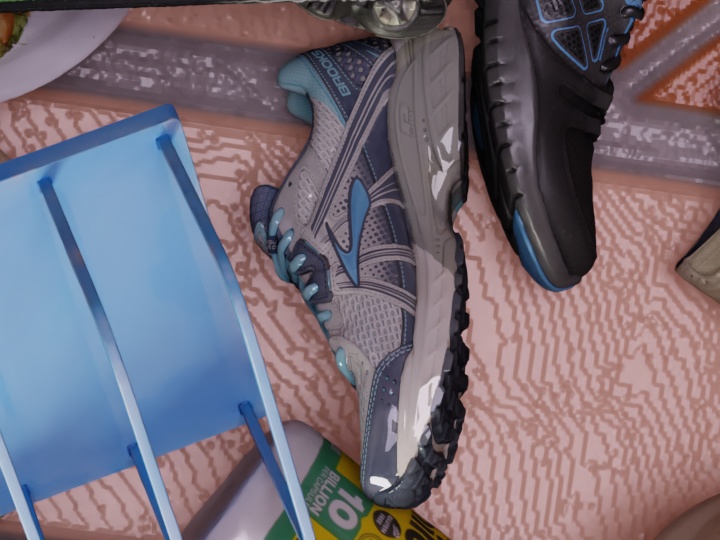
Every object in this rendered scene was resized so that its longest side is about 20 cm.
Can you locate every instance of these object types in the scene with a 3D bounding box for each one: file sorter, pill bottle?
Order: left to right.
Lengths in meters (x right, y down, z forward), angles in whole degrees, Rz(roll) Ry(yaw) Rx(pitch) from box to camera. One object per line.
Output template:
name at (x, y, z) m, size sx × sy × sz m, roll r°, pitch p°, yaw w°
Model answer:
file sorter at (-0.129, 0.058, 1.014) m, size 0.199 × 0.123 × 0.139 m, roll -20°, pitch 125°, yaw -7°
pill bottle at (0.015, 0.161, 1.121) m, size 0.200 × 0.113 × 0.113 m, roll 39°, pitch 87°, yaw -4°

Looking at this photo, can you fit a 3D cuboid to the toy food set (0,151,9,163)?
toy food set at (-0.208, 0.029, 1.123) m, size 0.199 × 0.049 × 0.199 m, roll -22°, pitch 93°, yaw -5°

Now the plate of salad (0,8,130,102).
plate of salad at (-0.171, -0.161, 1.112) m, size 0.198 × 0.048 × 0.202 m, roll 3°, pitch 76°, yaw -13°

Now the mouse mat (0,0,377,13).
mouse mat at (-0.073, -0.178, 1.063) m, size 0.198 × 0.008 × 0.162 m, roll 0°, pitch 85°, yaw 15°

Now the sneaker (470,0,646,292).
sneaker at (0.083, -0.093, 1.144) m, size 0.081 × 0.073 × 0.202 m, roll -7°, pitch 92°, yaw -7°

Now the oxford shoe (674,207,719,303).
oxford shoe at (0.189, -0.075, 1.157) m, size 0.074 × 0.070 × 0.201 m, roll 21°, pitch 88°, yaw 0°

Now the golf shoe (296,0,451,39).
golf shoe at (-0.055, -0.149, 1.120) m, size 0.199 × 0.088 × 0.078 m, roll 30°, pitch 89°, yaw -7°

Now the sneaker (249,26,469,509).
sneaker at (0.000, 0.000, 1.125) m, size 0.086 × 0.078 × 0.201 m, roll -1°, pitch 64°, yaw 5°

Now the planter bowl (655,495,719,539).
planter bowl at (0.207, 0.174, 1.086) m, size 0.199 × 0.134 × 0.202 m, roll 9°, pitch 74°, yaw -34°
